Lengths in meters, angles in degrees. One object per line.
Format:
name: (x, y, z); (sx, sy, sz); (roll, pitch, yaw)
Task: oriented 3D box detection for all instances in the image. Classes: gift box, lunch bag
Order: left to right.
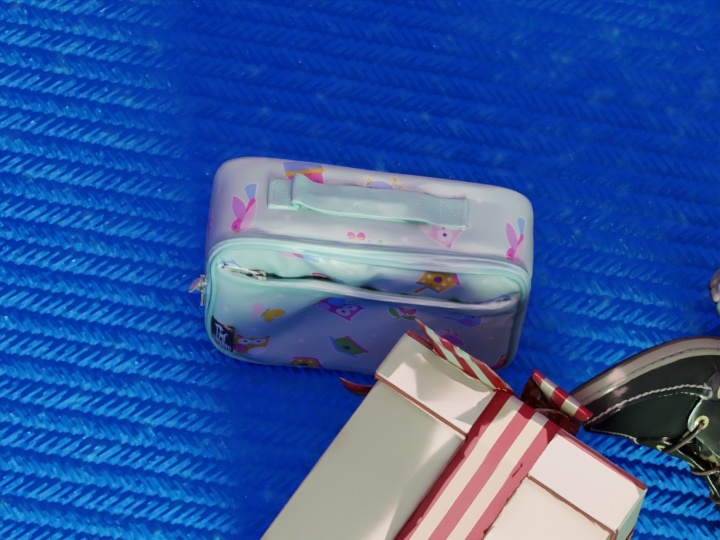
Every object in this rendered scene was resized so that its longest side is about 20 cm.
lunch bag: (0.000, 0.000, 1.690); (0.199, 0.161, 0.077); (5, 65, -2)
gift box: (0.041, 0.145, 1.617); (0.200, 0.185, 0.187); (36, 71, 8)

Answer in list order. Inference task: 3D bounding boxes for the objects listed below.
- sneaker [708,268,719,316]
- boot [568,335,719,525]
sneaker: (0.301, 0.002, 1.714); (0.199, 0.086, 0.078); (-9, 62, -45)
boot: (0.210, 0.119, 1.661); (0.200, 0.073, 0.151); (3, 63, -51)
